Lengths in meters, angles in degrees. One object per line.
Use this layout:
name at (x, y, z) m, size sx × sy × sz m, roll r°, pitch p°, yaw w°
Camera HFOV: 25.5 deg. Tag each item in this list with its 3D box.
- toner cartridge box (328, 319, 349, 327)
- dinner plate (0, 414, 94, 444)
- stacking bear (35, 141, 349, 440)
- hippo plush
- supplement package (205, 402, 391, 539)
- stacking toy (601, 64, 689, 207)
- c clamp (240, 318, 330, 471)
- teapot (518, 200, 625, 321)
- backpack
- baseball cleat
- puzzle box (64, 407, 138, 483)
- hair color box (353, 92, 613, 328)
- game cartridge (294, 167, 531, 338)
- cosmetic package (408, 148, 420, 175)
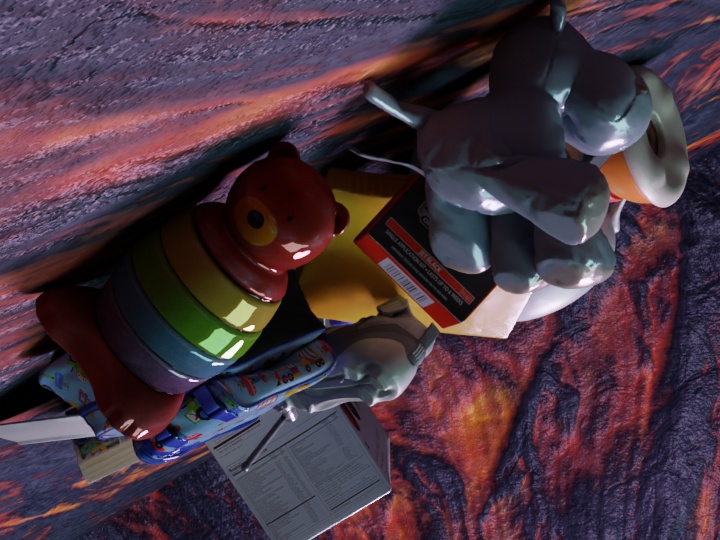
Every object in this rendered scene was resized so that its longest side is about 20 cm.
toner cartridge box at (0.000, 0.000, 1.481) m, size 0.043 × 0.096 × 0.200 m, roll -17°, pitch 177°, yaw 11°
dinner plate at (-0.242, 0.139, 1.439) m, size 0.199 × 0.024 × 0.200 m, roll -7°, pitch 174°, yaw -1°
stacking bear at (-0.098, 0.002, 1.068) m, size 0.200 × 0.122 × 0.114 m, roll -41°, pitch 168°, yaw 18°
hippo plush at (0.114, -0.092, 1.122) m, size 0.161 × 0.199 × 0.160 m, roll -57°, pitch 172°, yaw -28°
supplement package at (-0.077, 0.167, 1.761) m, size 0.147 × 0.201 × 0.191 m, roll -32°, pitch -169°, yaw 6°
stacking toy at (0.226, -0.121, 1.650) m, size 0.199 × 0.147 × 0.146 m, roll -12°, pitch -176°, yaw 33°
c clamp at (-0.071, 0.069, 1.448) m, size 0.171 × 0.027 × 0.201 m, roll -52°, pitch 150°, yaw -27°
teapot at (0.182, -0.052, 1.767) m, size 0.197 × 0.146 × 0.200 m, roll 6°, pitch -135°, yaw 50°
backpack at (-0.146, 0.075, 1.261) m, size 0.200 × 0.135 × 0.182 m, roll -32°, pitch 173°, yaw 31°
baseball cleat at (-0.010, 0.070, 1.333) m, size 0.199 × 0.070 × 0.106 m, roll 0°, pitch -144°, yaw 49°
puzzle box at (-0.195, 0.135, 1.597) m, size 0.199 × 0.026 × 0.133 m, roll -25°, pitch -158°, yaw -8°
hair color box at (0.099, -0.063, 1.208) m, size 0.200 × 0.101 × 0.061 m, roll -48°, pitch -176°, yaw -12°
game cartridge at (0.052, -0.012, 1.309) m, size 0.199 × 0.033 × 0.177 m, roll 8°, pitch 143°, yaw -11°
cosmetic package at (0.080, -0.046, 1.438) m, size 0.074 × 0.102 × 0.200 m, roll -4°, pitch 171°, yaw 1°
